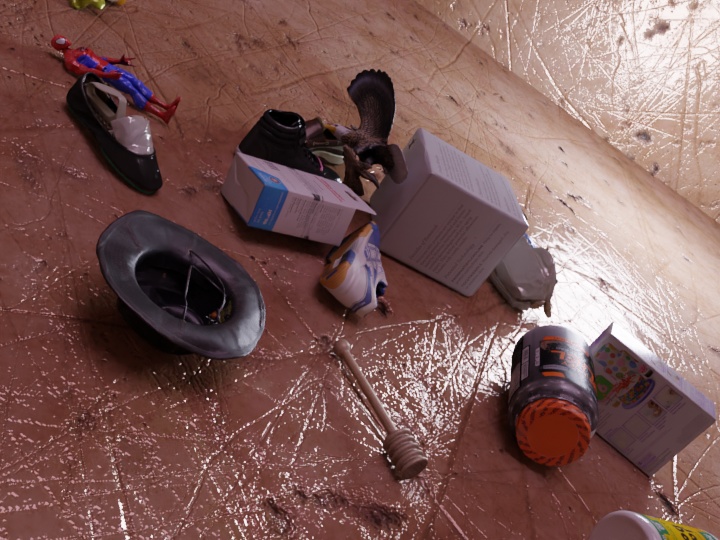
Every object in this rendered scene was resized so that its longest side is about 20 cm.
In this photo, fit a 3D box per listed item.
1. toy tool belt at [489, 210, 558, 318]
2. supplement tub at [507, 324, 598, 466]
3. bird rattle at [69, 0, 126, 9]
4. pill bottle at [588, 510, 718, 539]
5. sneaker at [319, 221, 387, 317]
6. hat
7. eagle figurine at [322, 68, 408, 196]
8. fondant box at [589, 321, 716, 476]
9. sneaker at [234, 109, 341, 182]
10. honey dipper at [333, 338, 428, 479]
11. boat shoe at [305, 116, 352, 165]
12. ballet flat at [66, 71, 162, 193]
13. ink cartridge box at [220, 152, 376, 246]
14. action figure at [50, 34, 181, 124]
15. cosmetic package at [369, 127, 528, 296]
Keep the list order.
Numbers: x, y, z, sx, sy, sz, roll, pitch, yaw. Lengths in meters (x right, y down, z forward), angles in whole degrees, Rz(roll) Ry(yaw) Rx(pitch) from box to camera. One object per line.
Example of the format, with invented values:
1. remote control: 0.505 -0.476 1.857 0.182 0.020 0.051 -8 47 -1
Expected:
1. toy tool belt: 0.294 -0.012 1.444 0.123 0.124 0.201 52 12 -50
2. supplement tub: 0.271 0.174 1.108 0.122 0.123 0.200 34 29 -5
3. bird rattle: -0.481 -0.534 1.357 0.200 0.113 0.163 50 8 11
4. pill bottle: 0.380 0.366 0.955 0.199 0.113 0.113 21 32 -27
5. sneaker: 0.000 0.000 1.139 0.088 0.075 0.200 49 28 -13
6. hat: -0.202 0.033 0.839 0.200 0.081 0.201 33 31 -23
7. eagle figurine: 0.011 -0.223 1.305 0.151 0.151 0.201 47 42 -20
8. fondant box: 0.420 0.199 1.212 0.200 0.145 0.058 39 29 5
9. sneaker: -0.095 -0.194 1.271 0.199 0.099 0.071 17 32 -35
10. honey dipper: 0.015 0.158 0.942 0.038 0.038 0.200 6 38 -43
11. boat shoe: -0.091 -0.239 1.366 0.201 0.075 0.075 -2 46 -49
12. ballet flat: -0.324 -0.191 1.043 0.200 0.069 0.068 46 29 16
13. ink cartridge box: -0.088 -0.098 1.146 0.199 0.068 0.116 12 23 -37
14. action figure: -0.367 -0.293 1.173 0.199 0.052 0.066 26 34 -14
15. cosmetic package: 0.142 -0.099 1.323 0.199 0.167 0.168 27 29 -19
